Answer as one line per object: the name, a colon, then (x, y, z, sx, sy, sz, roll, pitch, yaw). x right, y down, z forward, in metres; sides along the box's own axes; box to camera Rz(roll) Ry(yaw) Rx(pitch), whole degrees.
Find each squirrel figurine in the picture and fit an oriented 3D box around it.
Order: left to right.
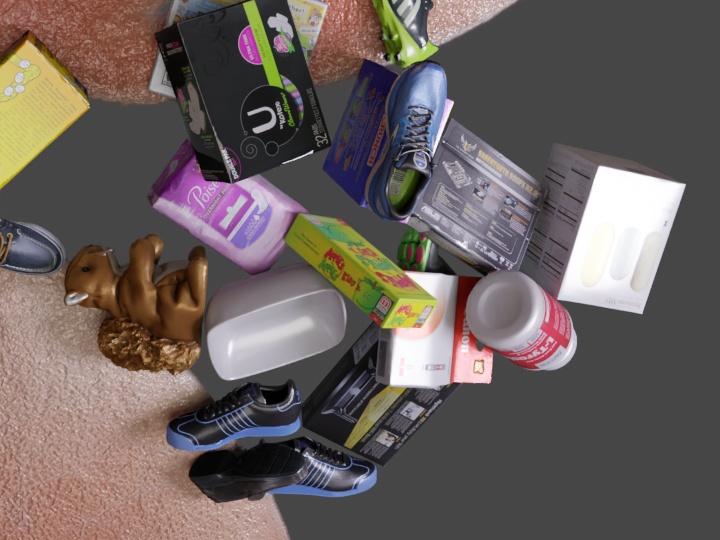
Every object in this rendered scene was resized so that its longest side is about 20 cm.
squirrel figurine: (-0.306, 0.051, 1.420, 0.185, 0.142, 0.202, 4, 105, -11)

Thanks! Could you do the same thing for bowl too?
bowl: (-0.123, 0.065, 1.474, 0.198, 0.075, 0.200, -17, 152, -8)

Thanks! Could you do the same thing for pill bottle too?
pill bottle: (0.240, 0.080, 1.521, 0.112, 0.112, 0.200, -51, 144, 5)

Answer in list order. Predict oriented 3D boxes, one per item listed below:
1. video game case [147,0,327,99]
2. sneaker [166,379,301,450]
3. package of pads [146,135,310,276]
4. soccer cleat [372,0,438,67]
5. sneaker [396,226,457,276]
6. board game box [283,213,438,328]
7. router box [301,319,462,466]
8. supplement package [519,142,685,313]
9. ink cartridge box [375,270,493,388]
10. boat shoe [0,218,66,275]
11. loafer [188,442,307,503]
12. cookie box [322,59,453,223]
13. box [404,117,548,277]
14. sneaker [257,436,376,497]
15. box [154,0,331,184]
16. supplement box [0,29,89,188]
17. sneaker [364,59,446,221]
video game case: (-0.163, -0.298, 1.399, 0.199, 0.023, 0.183, 15, 104, -19)
sneaker: (-0.185, 0.204, 1.529, 0.199, 0.070, 0.078, -8, 121, -15)
package of pads: (-0.178, -0.087, 1.439, 0.200, 0.076, 0.121, 36, 92, -24)
soccer cleat: (0.052, -0.376, 1.418, 0.081, 0.067, 0.201, -27, 116, -25)
sneaker: (0.107, 0.013, 1.567, 0.083, 0.077, 0.201, -18, 119, -25)
board game box: (0.000, 0.000, 1.414, 0.101, 0.200, 0.048, 6, 120, -56)
router box: (0.030, 0.186, 1.579, 0.157, 0.052, 0.200, 31, 114, -23)
supplement package: (0.351, -0.064, 1.559, 0.151, 0.151, 0.201, 9, 106, -19)
ink cartridge box: (0.121, 0.086, 1.504, 0.199, 0.050, 0.164, 4, 91, -26)
boat shoe: (-0.480, -0.033, 1.361, 0.199, 0.091, 0.071, 22, 102, -22)
loafer: (-0.156, 0.303, 1.546, 0.199, 0.073, 0.073, -8, 122, 33)
cookie box: (0.032, -0.176, 1.400, 0.075, 0.200, 0.172, 17, 104, -21)
box: (0.163, -0.098, 1.514, 0.199, 0.048, 0.159, 31, 70, -24)
sneaker: (-0.067, 0.295, 1.607, 0.198, 0.070, 0.078, 1, 116, -15)
box: (-0.148, -0.228, 1.321, 0.148, 0.124, 0.201, -24, 106, -21)
supplement box: (-0.447, -0.187, 1.307, 0.200, 0.109, 0.110, -42, 115, 1)
sneaker: (0.067, -0.150, 1.261, 0.078, 0.089, 0.201, 8, 106, -21)
